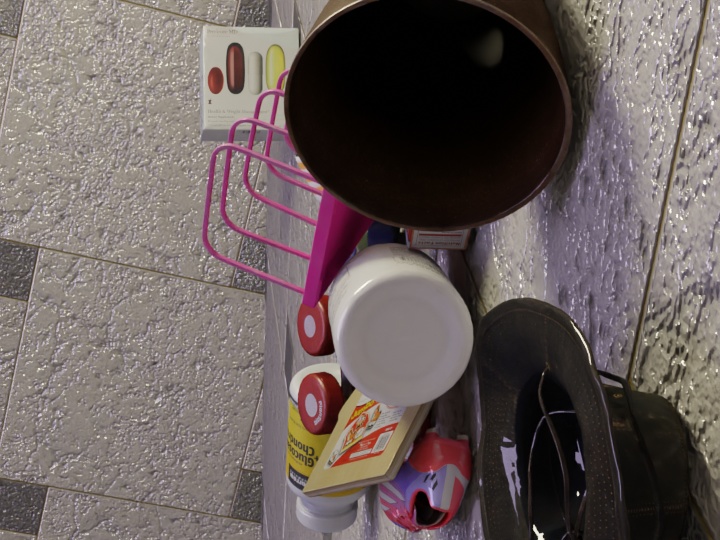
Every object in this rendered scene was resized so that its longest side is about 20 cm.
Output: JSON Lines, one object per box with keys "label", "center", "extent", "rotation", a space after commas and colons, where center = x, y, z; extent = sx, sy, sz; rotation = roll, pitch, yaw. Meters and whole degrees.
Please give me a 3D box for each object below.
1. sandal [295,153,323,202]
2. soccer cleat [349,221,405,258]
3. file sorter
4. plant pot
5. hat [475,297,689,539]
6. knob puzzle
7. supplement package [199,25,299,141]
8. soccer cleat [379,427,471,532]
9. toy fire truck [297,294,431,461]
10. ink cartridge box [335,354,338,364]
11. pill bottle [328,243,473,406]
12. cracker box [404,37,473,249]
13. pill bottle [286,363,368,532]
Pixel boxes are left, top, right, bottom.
{"label": "sandal", "center": [-0.043, -0.136, 1.383], "extent": [0.079, 0.059, 0.208], "rotation": [-166, 61, -79]}
{"label": "soccer cleat", "center": [0.000, -0.001, 1.508], "extent": [0.201, 0.083, 0.065], "rotation": [100, 166, -52]}
{"label": "file sorter", "center": [-0.048, -0.096, 1.217], "extent": [0.200, 0.125, 0.140], "rotation": [-56, -15, -48]}
{"label": "plant pot", "center": [0.055, -0.162, 0.916], "extent": [0.201, 0.186, 0.188], "rotation": [-78, -3, -47]}
{"label": "hat", "center": [0.126, 0.102, 0.704], "extent": [0.201, 0.080, 0.202], "rotation": [174, 90, -75]}
{"label": "knob puzzle", "center": [0.036, 0.121, 1.229], "extent": [0.220, 0.030, 0.220], "rotation": [-50, 14, 18]}
{"label": "supplement package", "center": [-0.218, -0.361, 2.578], "extent": [0.147, 0.190, 0.202], "rotation": [161, 108, -80]}
{"label": "soccer cleat", "center": [0.055, 0.210, 1.205], "extent": [0.200, 0.066, 0.077], "rotation": [114, 169, -59]}
{"label": "toy fire truck", "center": [0.020, 0.095, 1.380], "extent": [0.168, 0.112, 0.202], "rotation": [-1, 90, 57]}
{"label": "ink cartridge box", "center": [-0.008, 0.083, 1.724], "extent": [0.200, 0.039, 0.100], "rotation": [101, 165, -55]}
{"label": "pill bottle", "center": [0.029, 0.037, 1.148], "extent": [0.200, 0.113, 0.115], "rotation": [-110, 20, -78]}
{"label": "cracker box", "center": [0.071, -0.133, 1.116], "extent": [0.201, 0.057, 0.135], "rotation": [100, 168, -46]}
{"label": "pill bottle", "center": [-0.039, 0.229, 1.685], "extent": [0.112, 0.111, 0.201], "rotation": [-108, 20, -64]}
